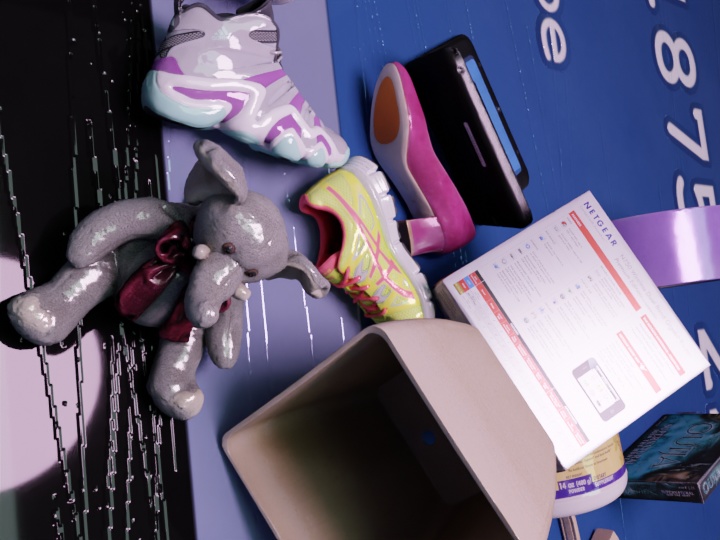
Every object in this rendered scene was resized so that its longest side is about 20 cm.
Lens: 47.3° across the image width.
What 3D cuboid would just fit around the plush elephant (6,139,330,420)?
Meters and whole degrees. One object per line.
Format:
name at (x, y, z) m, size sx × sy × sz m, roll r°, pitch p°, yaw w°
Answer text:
plush elephant at (-0.116, -0.002, 0.602) m, size 0.165 × 0.155 × 0.200 m, roll 44°, pitch 56°, yaw -27°

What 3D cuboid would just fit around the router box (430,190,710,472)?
router box at (0.194, 0.055, 0.767) m, size 0.179 × 0.049 × 0.200 m, roll -29°, pitch 81°, yaw -16°

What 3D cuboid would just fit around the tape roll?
tape roll at (0.358, -0.019, 1.005) m, size 0.200 × 0.200 × 0.085 m, roll -2°, pitch 83°, yaw -42°

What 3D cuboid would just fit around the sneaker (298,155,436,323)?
sneaker at (0.000, 0.000, 0.772) m, size 0.090 × 0.078 × 0.201 m, roll -26°, pitch 96°, yaw -31°

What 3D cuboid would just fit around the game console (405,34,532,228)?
game console at (0.145, -0.161, 0.902) m, size 0.116 × 0.176 × 0.200 m, roll -30°, pitch 103°, yaw -12°

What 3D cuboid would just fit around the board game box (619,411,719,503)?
board game box at (0.408, 0.232, 1.043) m, size 0.200 × 0.135 × 0.028 m, roll -24°, pitch 97°, yaw -43°

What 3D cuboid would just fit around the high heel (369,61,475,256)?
high heel at (0.070, -0.114, 0.846) m, size 0.096 × 0.067 × 0.201 m, roll -15°, pitch 97°, yaw -33°

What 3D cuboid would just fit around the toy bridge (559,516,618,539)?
toy bridge at (0.282, 0.340, 0.981) m, size 0.067 × 0.027 × 0.200 m, roll -48°, pitch 114°, yaw -34°

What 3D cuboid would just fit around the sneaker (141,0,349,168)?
sneaker at (-0.075, -0.171, 0.699) m, size 0.200 × 0.078 × 0.140 m, roll 14°, pitch 96°, yaw -41°

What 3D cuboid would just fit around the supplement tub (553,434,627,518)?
supplement tub at (0.186, 0.139, 0.855) m, size 0.145 × 0.145 × 0.201 m, roll -13°, pitch 90°, yaw -43°

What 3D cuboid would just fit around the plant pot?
plant pot at (0.047, 0.151, 0.678) m, size 0.200 × 0.200 × 0.177 m, roll 57°, pitch 34°, yaw 8°

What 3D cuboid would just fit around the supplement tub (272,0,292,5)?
supplement tub at (-0.117, -0.326, 0.674) m, size 0.200 × 0.144 × 0.145 m, roll 20°, pitch 69°, yaw -38°
